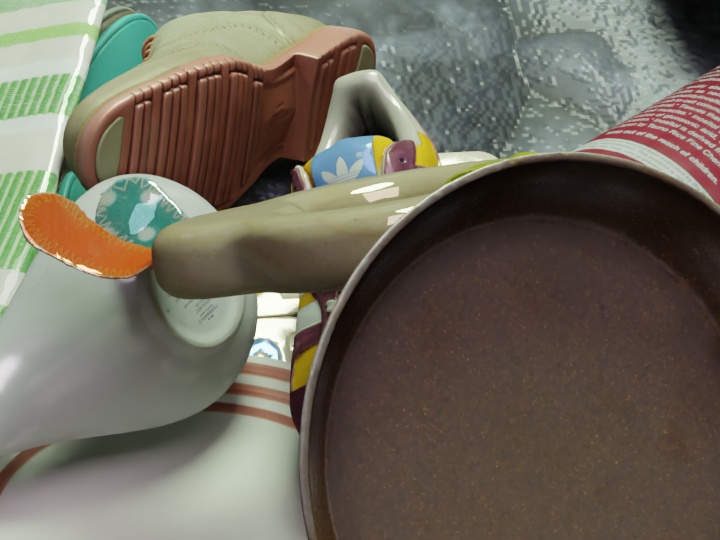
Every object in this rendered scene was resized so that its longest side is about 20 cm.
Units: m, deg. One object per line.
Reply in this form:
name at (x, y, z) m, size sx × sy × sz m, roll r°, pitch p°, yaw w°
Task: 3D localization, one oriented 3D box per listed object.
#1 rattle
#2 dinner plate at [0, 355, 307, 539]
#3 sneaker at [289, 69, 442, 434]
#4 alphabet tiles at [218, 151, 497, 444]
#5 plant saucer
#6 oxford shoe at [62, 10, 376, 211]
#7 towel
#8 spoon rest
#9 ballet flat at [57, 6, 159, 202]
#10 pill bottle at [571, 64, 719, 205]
rattle at (-0.014, 0.027, 0.919) m, size 0.199 × 0.143 × 0.130 m, roll -11°, pitch 24°, yaw 10°
dinner plate at (-0.069, 0.091, 0.966) m, size 0.199 × 0.024 × 0.200 m, roll 1°, pitch 30°, yaw -1°
sneaker at (0.000, 0.000, 0.993) m, size 0.075 × 0.090 × 0.200 m, roll -14°, pitch 33°, yaw 8°
alphabet tiles at (0.032, 0.030, 1.072) m, size 0.195 × 0.015 × 0.200 m, roll -4°, pitch 53°, yaw -10°
plant saucer at (0.066, 0.062, 0.828) m, size 0.200 × 0.034 × 0.201 m, roll 2°, pitch 85°, yaw -23°
oxford shoe at (-0.073, -0.072, 1.082) m, size 0.074 × 0.071 × 0.200 m, roll 23°, pitch 22°, yaw 25°
towel at (-0.185, -0.045, 1.052) m, size 0.152 × 0.023 × 0.201 m, roll -8°, pitch 51°, yaw 23°
spoon rest at (-0.109, 0.033, 0.962) m, size 0.200 × 0.061 × 0.100 m, roll -41°, pitch 107°, yaw -47°
ballet flat at (-0.135, -0.038, 1.075) m, size 0.063 × 0.067 × 0.200 m, roll -10°, pitch 44°, yaw 23°
pill bottle at (0.160, -0.027, 1.065) m, size 0.200 × 0.113 × 0.113 m, roll -31°, pitch 61°, yaw -33°
